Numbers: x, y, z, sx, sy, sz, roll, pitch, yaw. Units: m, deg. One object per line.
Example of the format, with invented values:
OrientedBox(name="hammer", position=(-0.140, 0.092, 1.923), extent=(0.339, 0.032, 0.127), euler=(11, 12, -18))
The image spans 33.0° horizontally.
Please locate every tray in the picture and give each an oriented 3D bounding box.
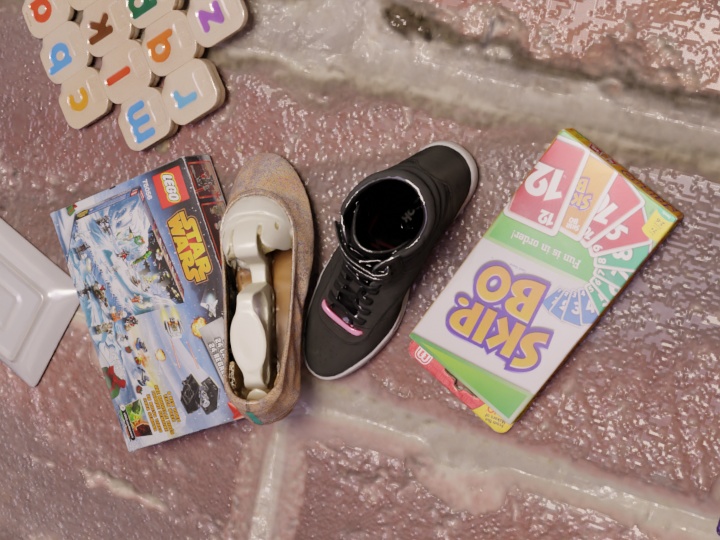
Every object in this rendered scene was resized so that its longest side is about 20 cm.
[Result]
OrientedBox(name="tray", position=(-0.329, 0.001, 1.028), extent=(0.200, 0.022, 0.107), euler=(38, 110, 16))

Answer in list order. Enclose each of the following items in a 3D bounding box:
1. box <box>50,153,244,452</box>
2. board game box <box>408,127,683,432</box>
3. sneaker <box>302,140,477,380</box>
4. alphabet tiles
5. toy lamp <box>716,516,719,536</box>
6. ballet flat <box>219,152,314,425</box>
OrientedBox(name="box", position=(-0.148, 0.027, 0.935), extent=(0.137, 0.040, 0.200), euler=(-19, 89, 27))
OrientedBox(name="board game box", position=(0.116, 0.012, 0.818), extent=(0.096, 0.030, 0.200), euler=(41, 114, 15))
OrientedBox(name="sneaker", position=(0.000, 0.000, 0.829), extent=(0.071, 0.099, 0.200), euler=(38, 112, 14))
OrientedBox(name="alphabet tiles", position=(-0.175, -0.198, 0.926), extent=(0.196, 0.015, 0.200), euler=(-25, 86, 31))
OrientedBox(name="toy lamp", position=(0.316, 0.181, 0.728), extent=(0.200, 0.058, 0.058), euler=(21, 105, 22))
OrientedBox(name="ballet flat", position=(-0.069, 0.008, 0.857), extent=(0.068, 0.067, 0.200), euler=(-7, 80, 15))
